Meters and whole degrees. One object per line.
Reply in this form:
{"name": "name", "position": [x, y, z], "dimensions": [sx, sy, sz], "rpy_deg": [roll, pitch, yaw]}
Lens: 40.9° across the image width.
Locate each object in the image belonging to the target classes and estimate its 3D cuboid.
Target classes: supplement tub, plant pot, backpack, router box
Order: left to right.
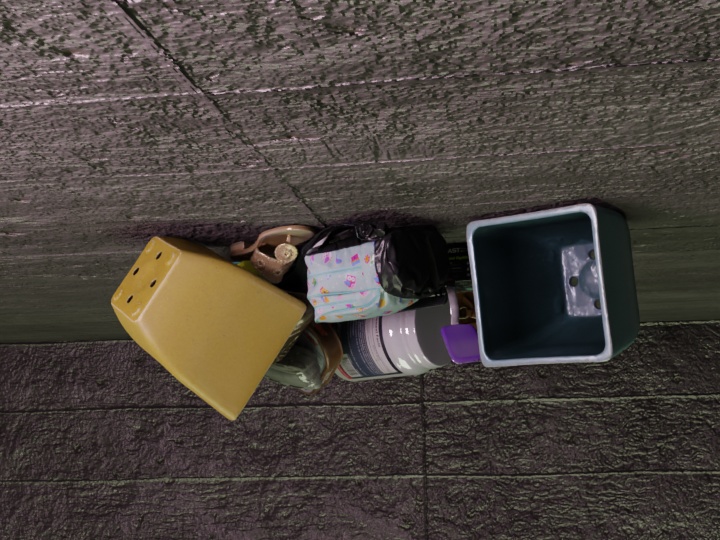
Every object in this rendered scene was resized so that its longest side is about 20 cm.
{"name": "plant pot", "position": [-0.237, 0.060, 1.387], "dimensions": [0.199, 0.196, 0.195], "rpy_deg": [38, 172, -35]}
{"name": "backpack", "position": [0.008, 0.004, 1.356], "dimensions": [0.198, 0.129, 0.166], "rpy_deg": [-12, 167, 38]}
{"name": "supplement tub", "position": [0.047, 0.104, 1.582], "dimensions": [0.198, 0.143, 0.139], "rpy_deg": [-11, 168, 39]}
{"name": "router box", "position": [0.154, -0.001, 1.605], "dimensions": [0.197, 0.063, 0.150], "rpy_deg": [-4, 171, 19]}
{"name": "plant pot", "position": [0.288, 0.017, 1.332], "dimensions": [0.194, 0.200, 0.199], "rpy_deg": [-7, 179, 39]}

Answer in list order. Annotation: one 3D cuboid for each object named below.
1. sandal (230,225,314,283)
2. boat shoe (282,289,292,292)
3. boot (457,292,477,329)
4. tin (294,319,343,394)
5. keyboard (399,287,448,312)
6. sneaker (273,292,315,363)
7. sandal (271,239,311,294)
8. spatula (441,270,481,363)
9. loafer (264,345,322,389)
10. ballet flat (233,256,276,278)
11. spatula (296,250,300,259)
{"name": "sandal", "position": [-0.130, -0.014, 1.427], "dimensions": [0.077, 0.071, 0.211], "rpy_deg": [4, 171, -33]}
{"name": "boat shoe", "position": [-0.170, 0.056, 1.542], "dimensions": [0.198, 0.073, 0.065], "rpy_deg": [-6, 134, 44]}
{"name": "boot", "position": [0.164, 0.066, 1.750], "dimensions": [0.196, 0.158, 0.077], "rpy_deg": [-2, 173, 7]}
{"name": "tin", "position": [-0.089, 0.135, 1.586], "dimensions": [0.042, 0.112, 0.201], "rpy_deg": [-42, 169, -32]}
{"name": "keyboard", "position": [0.040, 0.010, 1.455], "dimensions": [0.197, 0.129, 0.021], "rpy_deg": [-9, 142, 17]}
{"name": "sneaker", "position": [-0.129, 0.096, 1.471], "dimensions": [0.198, 0.071, 0.075], "rpy_deg": [-26, 132, 33]}
{"name": "sandal", "position": [-0.086, 0.012, 1.534], "dimensions": [0.076, 0.043, 0.200], "rpy_deg": [34, 141, -8]}
{"name": "spatula", "position": [0.130, 0.039, 1.373], "dimensions": [0.056, 0.203, 0.021], "rpy_deg": [-3, 155, -22]}
{"name": "loafer", "position": [-0.140, 0.151, 1.565], "dimensions": [0.198, 0.070, 0.070], "rpy_deg": [14, -131, 46]}
{"name": "ballet flat", "position": [-0.184, 0.011, 1.617], "dimensions": [0.066, 0.068, 0.199], "rpy_deg": [8, 168, -34]}
{"name": "spatula", "position": [-0.076, -0.014, 1.624], "dimensions": [0.056, 0.021, 0.200], "rpy_deg": [-17, 166, 14]}
